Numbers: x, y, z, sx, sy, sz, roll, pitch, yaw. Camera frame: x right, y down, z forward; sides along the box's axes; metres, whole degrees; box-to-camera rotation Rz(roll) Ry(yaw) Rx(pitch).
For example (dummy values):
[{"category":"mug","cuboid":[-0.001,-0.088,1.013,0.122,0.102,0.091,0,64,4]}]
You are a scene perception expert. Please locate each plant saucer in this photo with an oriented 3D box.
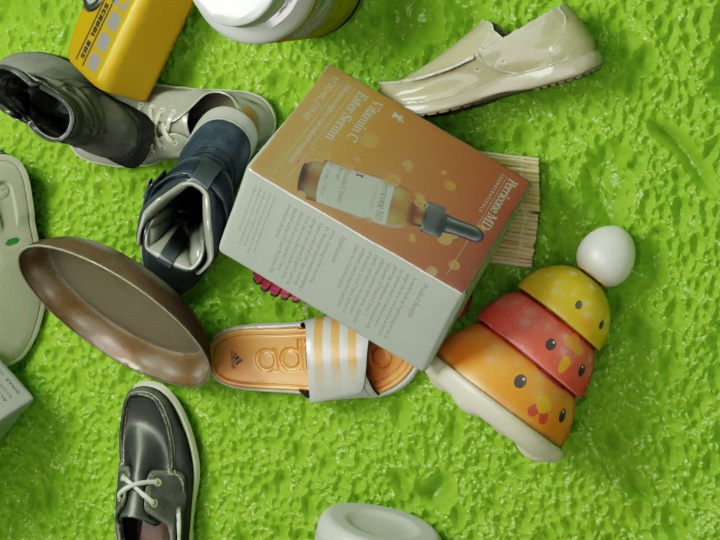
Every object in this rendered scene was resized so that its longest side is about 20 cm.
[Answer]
[{"category":"plant saucer","cuboid":[-0.209,0.031,1.724,0.199,0.201,0.032,27,67,12]}]

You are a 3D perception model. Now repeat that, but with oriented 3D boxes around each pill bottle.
[{"category":"pill bottle","cuboid":[-0.071,-0.242,1.612,0.108,0.200,0.110,3,99,17]},{"category":"pill bottle","cuboid":[-0.001,0.315,1.721,0.111,0.112,0.202,15,102,14]}]

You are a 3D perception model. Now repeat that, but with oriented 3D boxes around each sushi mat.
[{"category":"sushi mat","cuboid":[0.058,-0.061,1.698,0.198,0.012,0.097,8,101,16]}]

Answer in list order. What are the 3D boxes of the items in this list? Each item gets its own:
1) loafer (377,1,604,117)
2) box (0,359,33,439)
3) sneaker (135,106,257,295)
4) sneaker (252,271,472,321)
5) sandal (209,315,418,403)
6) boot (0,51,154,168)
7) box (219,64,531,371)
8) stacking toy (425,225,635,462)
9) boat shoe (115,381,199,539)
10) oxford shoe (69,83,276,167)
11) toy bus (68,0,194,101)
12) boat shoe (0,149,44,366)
[{"category":"loafer","cuboid":[0.102,-0.173,1.639,0.198,0.076,0.069,-13,91,14]},{"category":"box","cuboid":[-0.440,0.125,1.792,0.200,0.131,0.199,47,126,6]},{"category":"sneaker","cuboid":[-0.157,-0.025,1.677,0.076,0.147,0.203,22,129,-3]},{"category":"sneaker","cuboid":[0.000,0.000,1.683,0.198,0.081,0.075,16,118,14]},{"category":"sandal","cuboid":[-0.046,0.081,1.727,0.205,0.059,0.080,-6,97,18]},{"category":"boot","cuboid":[-0.281,-0.155,1.703,0.199,0.131,0.070,23,94,34]},{"category":"box","cuboid":[0.012,-0.045,1.604,0.199,0.153,0.107,30,138,4]},{"category":"stacking toy","cuboid":[0.158,0.045,1.639,0.146,0.146,0.201,36,91,9]},{"category":"boat shoe","cuboid":[-0.188,0.203,1.779,0.071,0.068,0.202,1,97,18]},{"category":"oxford shoe","cuboid":[-0.172,-0.128,1.737,0.198,0.058,0.076,-1,100,19]},{"category":"toy bus","cuboid":[-0.180,-0.254,1.699,0.078,0.065,0.201,43,111,41]},{"category":"boat shoe","cuboid":[-0.333,-0.013,1.809,0.067,0.071,0.202,19,115,52]}]
